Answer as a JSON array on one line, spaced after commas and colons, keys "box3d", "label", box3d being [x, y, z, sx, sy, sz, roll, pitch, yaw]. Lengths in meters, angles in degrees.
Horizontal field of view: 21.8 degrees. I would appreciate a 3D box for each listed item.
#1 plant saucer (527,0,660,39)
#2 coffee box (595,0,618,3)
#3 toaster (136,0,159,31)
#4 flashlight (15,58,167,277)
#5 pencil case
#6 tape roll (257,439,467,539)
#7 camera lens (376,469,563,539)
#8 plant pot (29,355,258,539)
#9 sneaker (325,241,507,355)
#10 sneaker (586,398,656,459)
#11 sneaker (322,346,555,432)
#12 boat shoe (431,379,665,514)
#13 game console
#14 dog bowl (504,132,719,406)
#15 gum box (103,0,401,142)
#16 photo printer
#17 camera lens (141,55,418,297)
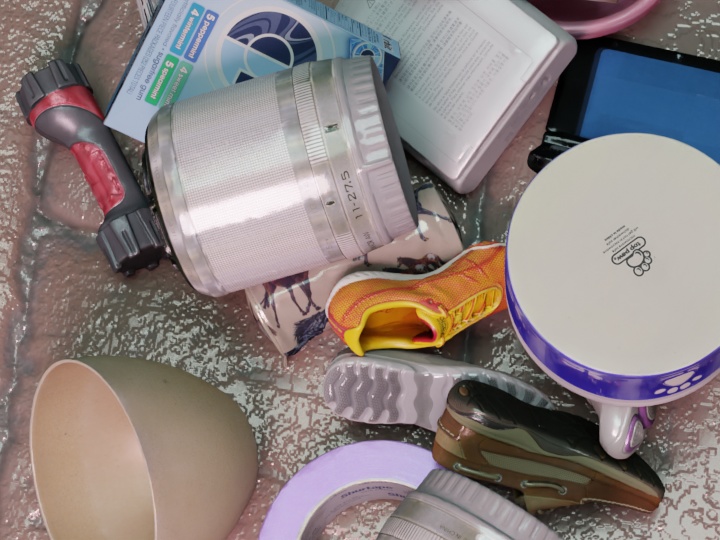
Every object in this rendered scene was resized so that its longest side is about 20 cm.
[{"box3d": [0.191, -0.293, 1.682, 0.198, 0.051, 0.203, -2, 69, 6], "label": "plant saucer"}, {"box3d": [0.129, -0.302, 1.581, 0.198, 0.080, 0.114, 4, 51, -10], "label": "coffee box"}, {"box3d": [-0.122, -0.214, 1.655, 0.128, 0.114, 0.202, -18, 74, 3], "label": "toaster"}, {"box3d": [-0.237, -0.089, 1.647, 0.067, 0.068, 0.201, -35, 70, 21], "label": "flashlight"}, {"box3d": [0.000, 0.000, 1.584, 0.199, 0.090, 0.078, -26, 41, -4], "label": "pencil case"}, {"box3d": [0.016, 0.242, 1.502, 0.198, 0.066, 0.202, -2, 69, 5], "label": "tape roll"}, {"box3d": [0.059, 0.269, 1.360, 0.159, 0.160, 0.201, 30, 76, 15], "label": "camera lens"}, {"box3d": [-0.162, 0.157, 1.503, 0.134, 0.201, 0.202, -12, 65, -37], "label": "plant pot"}, {"box3d": [0.071, 0.031, 1.538, 0.198, 0.074, 0.077, -16, 42, -17], "label": "sneaker"}, {"box3d": [0.192, 0.074, 1.530, 0.098, 0.075, 0.201, -6, 45, 10], "label": "sneaker"}, {"box3d": [0.068, 0.095, 1.545, 0.198, 0.082, 0.075, 16, 110, -6], "label": "sneaker"}, {"box3d": [0.147, 0.155, 1.500, 0.198, 0.076, 0.074, 23, 108, -14], "label": "boat shoe"}, {"box3d": [0.255, -0.126, 1.586, 0.198, 0.176, 0.118, 13, 100, 11], "label": "game console"}, {"box3d": [0.210, -0.001, 1.445, 0.198, 0.079, 0.202, -2, 71, 6], "label": "dog bowl"}, {"box3d": [-0.092, -0.159, 1.575, 0.198, 0.045, 0.171, 24, 114, -13], "label": "gum box"}, {"box3d": [0.065, -0.191, 1.626, 0.200, 0.069, 0.167, 40, 100, 19], "label": "photo printer"}, {"box3d": [-0.067, -0.076, 1.504, 0.198, 0.160, 0.162, -16, 69, 6], "label": "camera lens"}]
